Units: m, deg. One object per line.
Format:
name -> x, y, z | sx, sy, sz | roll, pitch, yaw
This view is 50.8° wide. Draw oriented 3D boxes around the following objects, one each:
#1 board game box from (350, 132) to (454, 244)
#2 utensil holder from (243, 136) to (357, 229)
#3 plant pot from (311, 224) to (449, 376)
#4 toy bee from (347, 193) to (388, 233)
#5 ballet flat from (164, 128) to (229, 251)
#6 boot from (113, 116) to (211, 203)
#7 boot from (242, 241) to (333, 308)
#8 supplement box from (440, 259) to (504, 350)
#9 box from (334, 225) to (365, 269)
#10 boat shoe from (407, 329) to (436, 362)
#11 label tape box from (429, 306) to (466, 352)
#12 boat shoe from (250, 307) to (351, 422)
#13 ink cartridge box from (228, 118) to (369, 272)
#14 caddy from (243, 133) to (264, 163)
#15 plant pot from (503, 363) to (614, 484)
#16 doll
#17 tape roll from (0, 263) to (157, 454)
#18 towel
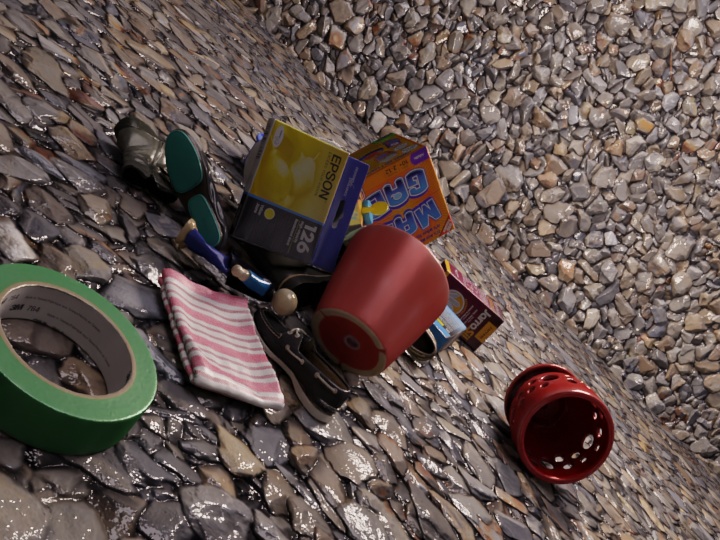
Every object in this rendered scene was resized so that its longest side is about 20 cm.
board game box -> 0.057, -0.159, 1.687 | 0.203, 0.197, 0.200 | 66, -10, -24
utensil holder -> -0.116, -0.162, 1.374 | 0.169, 0.172, 0.200 | 35, -1, -24
plant pot -> 0.023, 0.059, 1.229 | 0.200, 0.200, 0.178 | 42, 52, -3
toy bee -> -0.003, -0.092, 1.445 | 0.202, 0.129, 0.109 | 56, 19, -20
ballet flat -> -0.257, -0.126, 1.214 | 0.204, 0.072, 0.073 | 69, 19, 3
boot -> -0.322, -0.159, 1.255 | 0.198, 0.067, 0.132 | 25, 36, -48
boot -> -0.105, -0.002, 1.341 | 0.138, 0.078, 0.199 | 46, 14, 26
supplement box -> 0.248, 0.086, 1.888 | 0.199, 0.111, 0.086 | 40, 17, -11
box -> 0.000, 0.000, 1.398 | 0.145, 0.036, 0.199 | 50, -27, -11
boat shoe -> 0.077, 0.097, 1.504 | 0.201, 0.072, 0.060 | 49, -14, 4
label tape box -> 0.147, 0.106, 1.680 | 0.145, 0.063, 0.199 | 48, 17, 13
boat shoe -> -0.087, 0.121, 1.089 | 0.201, 0.060, 0.073 | 52, 20, 26
ink cartridge box -> -0.094, -0.118, 1.255 | 0.197, 0.202, 0.047 | 20, 0, -22
caddy -> -0.163, -0.221, 1.672 | 0.198, 0.105, 0.142 | 32, 20, -34
plant pot -> 0.398, 0.306, 1.559 | 0.200, 0.201, 0.183 | 39, 9, -10
doll -> -0.179, 0.004, 1.113 | 0.198, 0.049, 0.136 | 36, -11, -2
tape roll -> -0.291, 0.081, 0.728 | 0.199, 0.048, 0.201 | 39, 18, -15
towel -> -0.180, 0.087, 0.983 | 0.145, 0.030, 0.201 | 27, 24, -43
